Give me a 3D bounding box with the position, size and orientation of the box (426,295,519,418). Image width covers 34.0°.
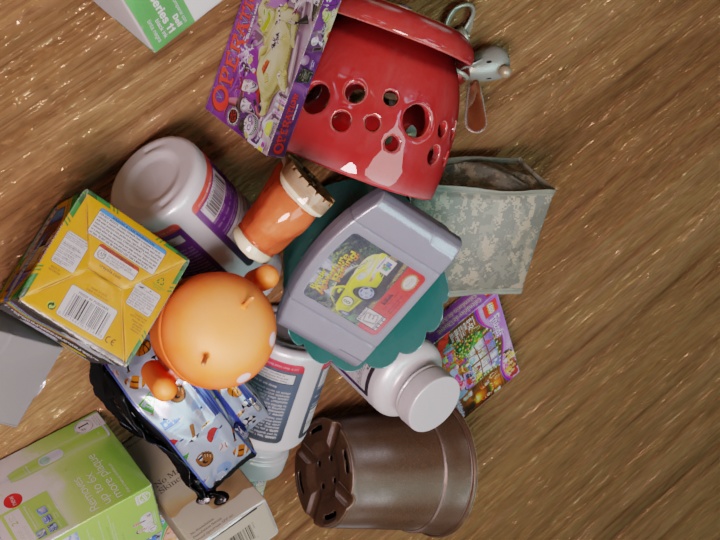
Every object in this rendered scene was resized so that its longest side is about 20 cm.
[{"bbox_3d":[0.161,0.126,1.760,0.137,0.039,0.201,-38,138,-14],"label":"box"}]

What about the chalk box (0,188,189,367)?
[{"bbox_3d":[-0.275,0.012,1.175,0.125,0.200,0.124,35,74,-20],"label":"chalk box"}]

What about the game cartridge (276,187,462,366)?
[{"bbox_3d":[0.001,0.007,1.302,0.133,0.041,0.200,32,113,-20],"label":"game cartridge"}]

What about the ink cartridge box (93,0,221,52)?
[{"bbox_3d":[-0.158,-0.312,1.066,0.200,0.147,0.083,-40,140,-10],"label":"ink cartridge box"}]

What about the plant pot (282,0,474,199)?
[{"bbox_3d":[0.016,-0.194,1.277,0.200,0.200,0.184,13,100,-46],"label":"plant pot"}]

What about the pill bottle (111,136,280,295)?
[{"bbox_3d":[-0.168,-0.044,1.271,0.111,0.111,0.200,-46,139,-4],"label":"pill bottle"}]

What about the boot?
[{"bbox_3d":[-0.086,-0.063,1.228,0.075,0.200,0.107,43,97,-5],"label":"boot"}]

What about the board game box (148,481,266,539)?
[{"bbox_3d":[-0.225,0.335,1.579,0.199,0.029,0.135,-7,123,-39],"label":"board game box"}]

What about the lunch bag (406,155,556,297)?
[{"bbox_3d":[0.127,-0.057,1.528,0.199,0.118,0.165,-2,122,-27],"label":"lunch bag"}]

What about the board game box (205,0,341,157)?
[{"bbox_3d":[-0.088,-0.232,1.208,0.032,0.120,0.201,3,116,-42],"label":"board game box"}]

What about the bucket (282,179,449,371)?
[{"bbox_3d":[0.000,0.000,1.398,0.206,0.135,0.208,-4,124,-5],"label":"bucket"}]

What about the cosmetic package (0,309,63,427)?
[{"bbox_3d":[-0.413,0.078,1.178,0.200,0.090,0.107,26,101,-51],"label":"cosmetic package"}]

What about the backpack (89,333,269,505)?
[{"bbox_3d":[-0.208,0.137,1.335,0.154,0.200,0.191,-48,133,-9],"label":"backpack"}]

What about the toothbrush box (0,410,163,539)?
[{"bbox_3d":[-0.348,0.272,1.332,0.199,0.146,0.086,-27,135,-23],"label":"toothbrush box"}]

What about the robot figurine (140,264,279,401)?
[{"bbox_3d":[-0.148,0.061,1.168,0.143,0.200,0.117,-8,89,-16],"label":"robot figurine"}]

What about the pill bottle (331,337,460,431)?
[{"bbox_3d":[0.035,0.117,1.516,0.111,0.200,0.112,-23,133,-27],"label":"pill bottle"}]

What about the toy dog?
[{"bbox_3d":[0.110,-0.214,1.416,0.200,0.096,0.132,-43,139,-8],"label":"toy dog"}]

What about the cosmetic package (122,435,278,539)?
[{"bbox_3d":[-0.197,0.263,1.419,0.105,0.200,0.071,-33,136,-20],"label":"cosmetic package"}]

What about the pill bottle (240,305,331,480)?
[{"bbox_3d":[-0.114,0.157,1.476,0.119,0.120,0.201,-3,122,-40],"label":"pill bottle"}]

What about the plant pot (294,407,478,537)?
[{"bbox_3d":[0.027,0.281,1.652,0.197,0.200,0.201,3,118,-35],"label":"plant pot"}]
